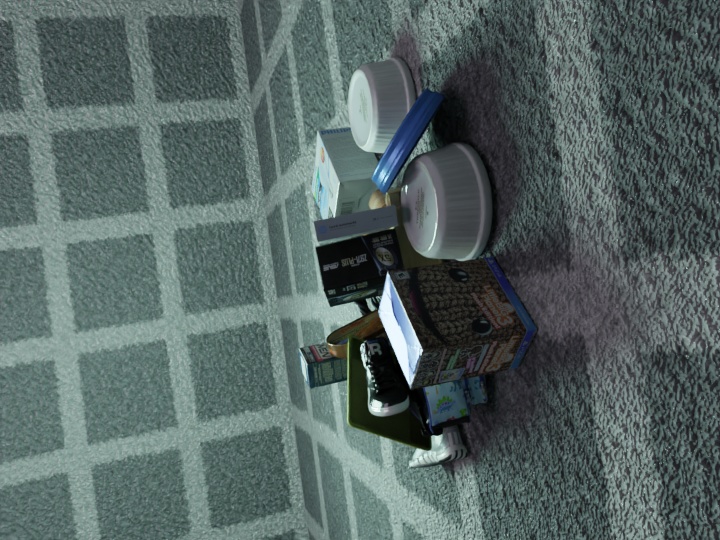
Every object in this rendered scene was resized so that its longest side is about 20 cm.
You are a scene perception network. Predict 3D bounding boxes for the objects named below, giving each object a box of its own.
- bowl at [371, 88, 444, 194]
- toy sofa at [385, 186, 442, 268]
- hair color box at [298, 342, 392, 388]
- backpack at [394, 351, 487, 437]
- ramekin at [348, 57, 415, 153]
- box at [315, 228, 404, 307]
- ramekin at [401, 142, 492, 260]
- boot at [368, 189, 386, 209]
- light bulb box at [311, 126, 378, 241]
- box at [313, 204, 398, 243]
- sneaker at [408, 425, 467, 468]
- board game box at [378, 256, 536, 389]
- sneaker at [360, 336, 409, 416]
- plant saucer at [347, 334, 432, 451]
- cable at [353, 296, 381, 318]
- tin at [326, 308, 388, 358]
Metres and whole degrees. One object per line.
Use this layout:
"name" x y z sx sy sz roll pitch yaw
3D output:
"bowl" 0.083 -0.235 1.143 0.203 0.039 0.201 -58 0 0
"toy sofa" 0.109 -0.063 1.261 0.098 0.080 0.205 82 176 -74
"hair color box" -0.032 0.196 1.404 0.100 0.194 0.062 -140 42 -68
"backpack" 0.138 0.162 1.148 0.183 0.143 0.205 -139 33 -73
"ramekin" 0.040 -0.347 1.350 0.202 0.092 0.209 172 90 -73
"box" 0.000 0.000 1.272 0.200 0.159 0.089 88 169 -77
"ramekin" 0.141 -0.115 1.098 0.202 0.092 0.209 172 90 -72
"boot" 0.059 -0.065 1.449 0.203 0.072 0.157 95 153 -50
"light bulb box" -0.036 -0.220 1.594 0.201 0.121 0.203 101 153 -46
"box" -0.012 -0.087 1.219 0.200 0.151 0.042 -154 53 -88
"sneaker" 0.155 0.345 1.322 0.200 0.073 0.119 137 129 -57
"board game box" 0.148 0.079 1.005 0.098 0.195 0.161 102 153 -44
"sneaker" 0.033 0.182 1.135 0.200 0.071 0.115 -147 43 -82
"plant saucer" 0.047 0.254 1.267 0.048 0.196 0.203 -46 31 39
"cable" 0.015 0.064 1.534 0.050 0.162 0.204 -31 49 21
"tin" 0.017 0.133 1.376 0.111 0.197 0.043 17 126 56
